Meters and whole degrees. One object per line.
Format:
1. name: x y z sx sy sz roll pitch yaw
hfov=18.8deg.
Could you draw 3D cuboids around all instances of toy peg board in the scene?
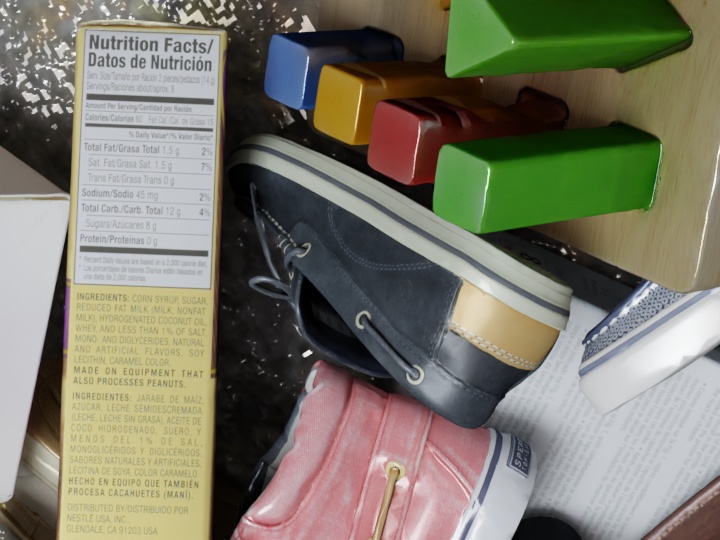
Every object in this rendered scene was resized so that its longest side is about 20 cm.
1. toy peg board: 0.033 -0.114 0.705 0.198 0.097 0.202 26 114 44

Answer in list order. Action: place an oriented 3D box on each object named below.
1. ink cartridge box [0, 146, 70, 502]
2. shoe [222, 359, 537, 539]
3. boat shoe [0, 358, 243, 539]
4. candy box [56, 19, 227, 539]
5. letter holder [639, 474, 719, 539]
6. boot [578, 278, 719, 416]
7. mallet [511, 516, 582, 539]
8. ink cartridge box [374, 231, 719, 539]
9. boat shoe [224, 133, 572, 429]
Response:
1. ink cartridge box: -0.206 0.005 0.806 0.199 0.124 0.130 33 117 43
2. shoe: -0.018 0.133 0.788 0.090 0.072 0.201 25 103 -4
3. boat shoe: -0.075 0.124 0.873 0.200 0.074 0.069 45 126 4
4. candy box: -0.077 0.022 0.779 0.056 0.117 0.202 3 83 -4
5. letter holder: 0.164 0.146 0.757 0.142 0.101 0.200 44 113 -11
6. boot: 0.136 -0.043 0.743 0.200 0.073 0.091 -39 83 4
7. mallet: 0.028 0.175 0.817 0.041 0.066 0.200 24 123 -19
8. ink cartridge box: 0.093 0.093 0.826 0.198 0.057 0.164 23 111 -10
9. boat shoe: 0.000 0.000 0.756 0.074 0.200 0.063 24 94 -33
